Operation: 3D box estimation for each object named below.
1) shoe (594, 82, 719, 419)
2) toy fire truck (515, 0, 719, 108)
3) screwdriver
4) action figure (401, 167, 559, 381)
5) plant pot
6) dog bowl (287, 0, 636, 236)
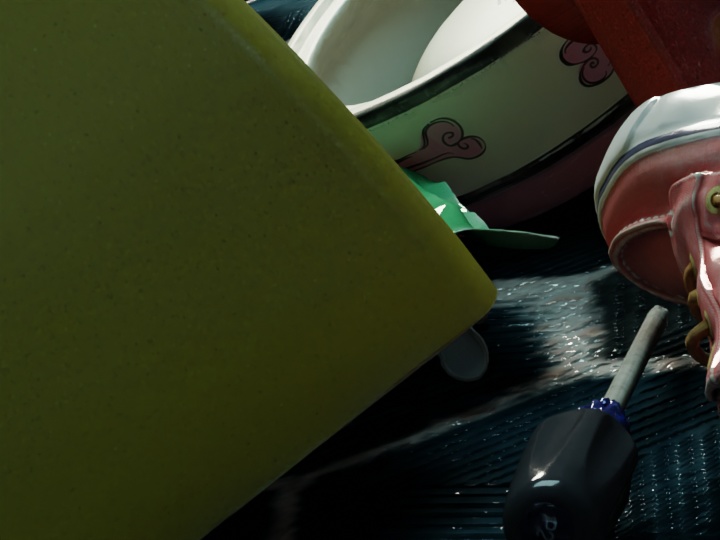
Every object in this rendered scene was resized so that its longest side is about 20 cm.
[{"bbox_3d":[0.105,0.004,0.759,0.091,0.071,0.200,-65,17,-17],"label":"shoe"},{"bbox_3d":[0.150,-0.090,0.927,0.200,0.168,0.112,-27,-2,-37],"label":"toy fire truck"},{"bbox_3d":[0.066,0.033,0.784,0.028,0.029,0.200,-14,15,17],"label":"screwdriver"},{"bbox_3d":[0.000,0.000,0.957,0.118,0.055,0.200,-18,14,0],"label":"action figure"},{"bbox_3d":[-0.119,-0.017,0.811,0.200,0.177,0.200,-37,21,-16],"label":"plant pot"},{"bbox_3d":[0.065,-0.094,1.076,0.200,0.074,0.200,-35,20,15],"label":"dog bowl"}]
